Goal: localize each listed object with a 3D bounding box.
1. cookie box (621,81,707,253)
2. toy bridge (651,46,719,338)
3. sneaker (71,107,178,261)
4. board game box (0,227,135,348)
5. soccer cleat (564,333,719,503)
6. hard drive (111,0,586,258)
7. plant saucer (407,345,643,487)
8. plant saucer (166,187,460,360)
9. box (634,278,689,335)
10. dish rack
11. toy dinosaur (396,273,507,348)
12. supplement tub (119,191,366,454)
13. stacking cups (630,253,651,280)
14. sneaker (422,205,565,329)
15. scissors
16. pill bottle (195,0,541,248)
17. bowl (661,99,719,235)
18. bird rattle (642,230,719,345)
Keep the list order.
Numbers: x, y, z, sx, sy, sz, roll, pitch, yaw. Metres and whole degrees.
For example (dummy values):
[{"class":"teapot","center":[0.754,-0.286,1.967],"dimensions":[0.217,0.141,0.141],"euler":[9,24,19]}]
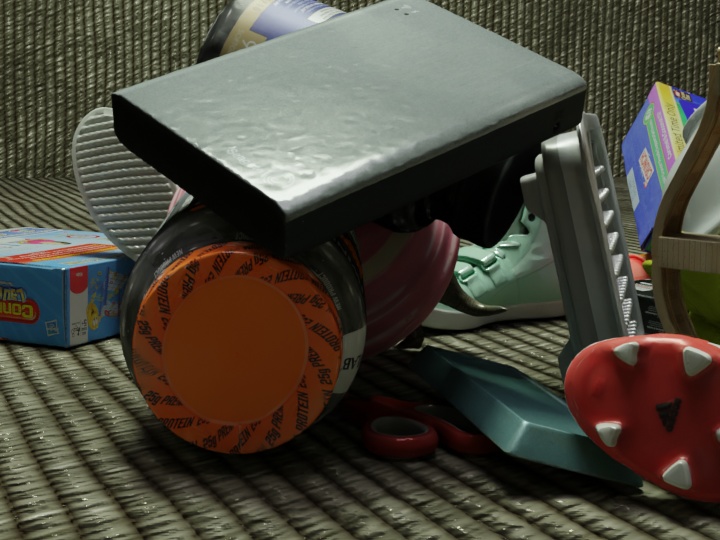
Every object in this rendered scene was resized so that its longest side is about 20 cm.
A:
[{"class":"cookie box","center":[0.324,-0.057,1.067],"dimensions":[0.198,0.076,0.172],"euler":[18,35,-8]},{"class":"toy bridge","center":[0.178,-0.009,0.646],"dimensions":[0.067,0.202,0.027],"euler":[8,13,44]},{"class":"sneaker","center":[-0.130,-0.032,0.967],"dimensions":[0.073,0.201,0.114],"euler":[-38,-7,14]},{"class":"board game box","center":[-0.245,0.007,1.002],"dimensions":[0.194,0.056,0.200],"euler":[5,8,25]},{"class":"soccer cleat","center":[0.189,0.071,0.575],"dimensions":[0.198,0.069,0.085],"euler":[9,-1,18]},{"class":"hard drive","center":[-0.004,-0.080,0.655],"dimensions":[0.199,0.033,0.139],"euler":[-26,44,-34]},{"class":"plant saucer","center":[0.080,0.070,0.677],"dimensions":[0.069,0.019,0.200],"euler":[15,5,-12]},{"class":"plant saucer","center":[-0.034,-0.034,0.857],"dimensions":[0.199,0.202,0.051],"euler":[2,-31,6]},{"class":"box","center":[0.280,0.039,0.890],"dimensions":[0.159,0.050,0.200],"euler":[-6,10,-30]},{"class":"dish rack","center":[0.135,-0.005,0.773],"dimensions":[0.043,0.173,0.200],"euler":[-12,3,15]},{"class":"toy dinosaur","center":[0.000,0.000,0.899],"dimensions":[0.198,0.103,0.077],"euler":[8,7,22]},{"class":"supplement tub","center":[-0.058,0.015,0.684],"dimensions":[0.121,0.124,0.200],"euler":[1,14,-2]},{"class":"stacking cups","center":[0.260,0.005,1.079],"dimensions":[0.199,0.061,0.060],"euler":[-7,11,-37]},{"class":"sneaker","center":[0.088,-0.019,1.024],"dimensions":[0.199,0.119,0.073],"euler":[-6,12,-37]},{"class":"scissors","center":[0.002,0.074,0.717],"dimensions":[0.073,0.014,0.200],"euler":[-5,9,-27]},{"class":"pill bottle","center":[0.006,-0.091,0.793],"dimensions":[0.199,0.113,0.112],"euler":[24,15,18]},{"class":"bowl","center":[0.270,-0.074,0.841],"dimensions":[0.200,0.091,0.201],"euler":[-23,-19,-8]},{"class":"bird rattle","center":[0.256,0.018,0.710],"dimensions":[0.198,0.114,0.163],"euler":[1,21,20]}]
